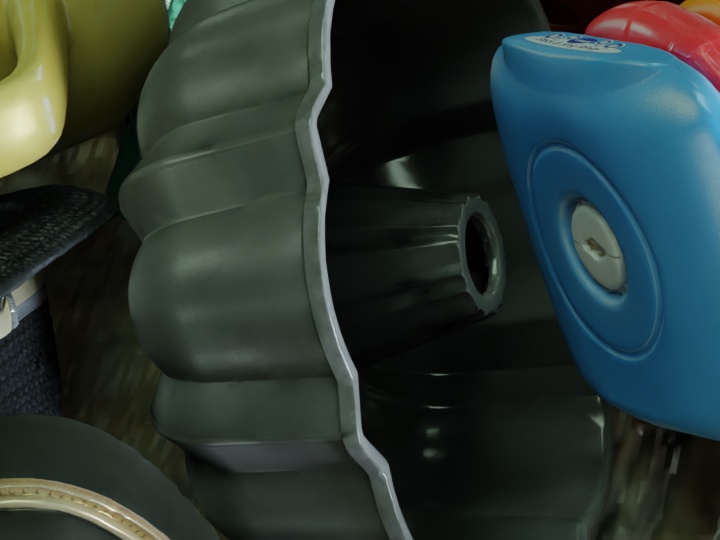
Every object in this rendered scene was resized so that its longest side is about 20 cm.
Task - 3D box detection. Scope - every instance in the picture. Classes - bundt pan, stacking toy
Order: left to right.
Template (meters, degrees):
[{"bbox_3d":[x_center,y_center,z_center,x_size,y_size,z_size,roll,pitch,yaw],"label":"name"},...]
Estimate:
[{"bbox_3d":[0.000,0.000,0.796,0.076,0.202,0.202,-8,52,25],"label":"bundt pan"},{"bbox_3d":[0.144,-0.044,0.788,0.200,0.110,0.116,-24,18,-20],"label":"stacking toy"}]

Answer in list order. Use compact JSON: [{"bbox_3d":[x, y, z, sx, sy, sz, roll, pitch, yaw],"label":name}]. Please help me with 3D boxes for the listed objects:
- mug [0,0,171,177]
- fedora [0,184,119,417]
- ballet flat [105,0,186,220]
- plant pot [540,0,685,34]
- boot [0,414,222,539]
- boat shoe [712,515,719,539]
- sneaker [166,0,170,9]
[{"bbox_3d":[-0.131,-0.065,0.808,0.153,0.150,0.187,-15,61,-6],"label":"mug"},{"bbox_3d":[-0.134,0.052,0.763,0.200,0.092,0.201,-22,9,4],"label":"fedora"},{"bbox_3d":[-0.046,-0.103,0.889,0.070,0.067,0.201,5,75,5],"label":"ballet flat"},{"bbox_3d":[0.082,-0.150,0.893,0.200,0.200,0.177,13,67,19],"label":"plant pot"},{"bbox_3d":[-0.040,0.143,0.692,0.077,0.200,0.139,-27,42,30],"label":"boot"},{"bbox_3d":[0.146,0.068,0.737,0.071,0.200,0.069,34,74,-10],"label":"boat shoe"},{"bbox_3d":[-0.116,-0.094,0.954,0.200,0.077,0.085,12,62,19],"label":"sneaker"}]
